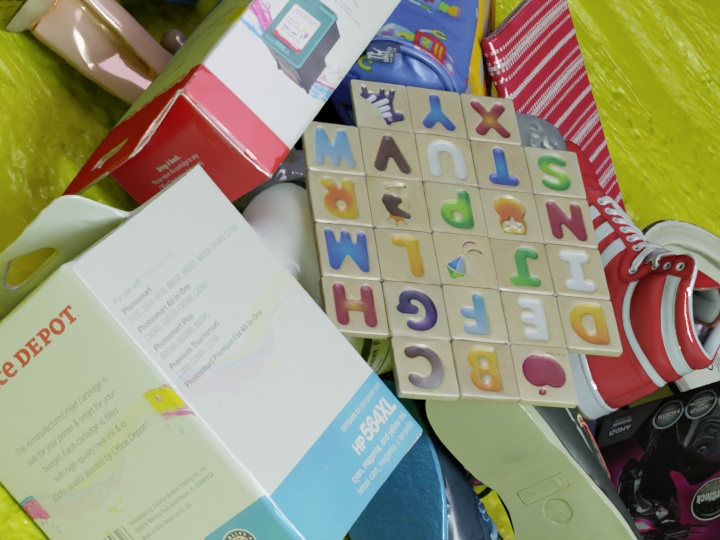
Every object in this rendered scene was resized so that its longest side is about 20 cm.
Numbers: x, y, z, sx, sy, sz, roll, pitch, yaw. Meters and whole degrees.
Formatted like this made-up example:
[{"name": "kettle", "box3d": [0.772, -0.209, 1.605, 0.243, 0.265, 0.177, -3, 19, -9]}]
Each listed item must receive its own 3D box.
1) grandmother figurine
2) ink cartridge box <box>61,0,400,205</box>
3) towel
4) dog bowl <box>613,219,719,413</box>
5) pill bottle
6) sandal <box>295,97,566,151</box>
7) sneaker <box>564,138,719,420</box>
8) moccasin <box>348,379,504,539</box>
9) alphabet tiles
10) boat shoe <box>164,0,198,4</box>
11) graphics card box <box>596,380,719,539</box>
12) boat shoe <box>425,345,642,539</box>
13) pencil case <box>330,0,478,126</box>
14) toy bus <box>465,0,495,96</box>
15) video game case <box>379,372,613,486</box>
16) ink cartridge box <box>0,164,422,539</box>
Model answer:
[{"name": "grandmother figurine", "box3d": [-0.109, -0.100, 1.065, 0.199, 0.060, 0.122, 37, 47, -16]}, {"name": "ink cartridge box", "box3d": [-0.068, -0.096, 0.987, 0.067, 0.116, 0.201, 43, 59, -14]}, {"name": "towel", "box3d": [0.136, -0.091, 1.288, 0.145, 0.022, 0.201, -49, 126, -55]}, {"name": "dog bowl", "box3d": [0.236, 0.068, 1.293, 0.199, 0.074, 0.201, 29, 43, -30]}, {"name": "pill bottle", "box3d": [0.000, 0.000, 1.016, 0.199, 0.116, 0.117, -16, 71, -31]}, {"name": "sandal", "box3d": [0.037, -0.080, 1.145, 0.198, 0.043, 0.077, 0, 89, -15]}, {"name": "sneaker", "box3d": [0.177, -0.011, 1.183, 0.071, 0.112, 0.202, 32, 43, -48]}, {"name": "moccasin", "box3d": [0.042, 0.159, 1.010, 0.068, 0.080, 0.202, -2, 76, -54]}, {"name": "alphabet tiles", "box3d": [0.052, -0.018, 0.971, 0.165, 0.006, 0.201, 6, 54, -20]}, {"name": "boat shoe", "box3d": [-0.108, -0.202, 1.102, 0.084, 0.069, 0.200, 43, 15, -6]}, {"name": "graphics card box", "box3d": [0.187, 0.160, 1.084, 0.051, 0.125, 0.201, 44, 45, -25]}, {"name": "boat shoe", "box3d": [0.106, 0.116, 0.993, 0.202, 0.073, 0.063, 57, 31, -19]}, {"name": "pencil case", "box3d": [0.028, -0.155, 1.128, 0.086, 0.078, 0.201, 17, 40, -5]}, {"name": "toy bus", "box3d": [0.056, -0.144, 1.250, 0.201, 0.064, 0.079, -82, 167, -45]}, {"name": "video game case", "box3d": [0.069, 0.046, 1.155, 0.199, 0.036, 0.183, 2, 60, -48]}, {"name": "ink cartridge box", "box3d": [-0.095, 0.058, 0.882, 0.200, 0.128, 0.125, 51, 36, -4]}]
